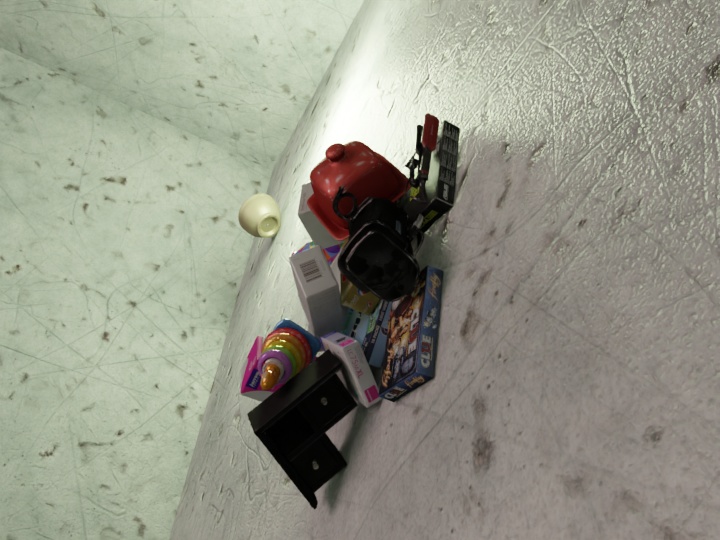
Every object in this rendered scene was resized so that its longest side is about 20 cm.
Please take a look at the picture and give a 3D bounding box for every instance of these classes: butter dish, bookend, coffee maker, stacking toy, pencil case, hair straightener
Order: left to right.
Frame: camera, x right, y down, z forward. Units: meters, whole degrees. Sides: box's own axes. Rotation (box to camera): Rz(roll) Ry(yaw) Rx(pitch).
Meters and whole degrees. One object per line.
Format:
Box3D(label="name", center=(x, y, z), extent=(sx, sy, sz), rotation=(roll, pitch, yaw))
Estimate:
Box3D(label="stacking toy", center=(-0.162, 0.186, 1.267), extent=(0.117, 0.109, 0.200), rotation=(-58, 0, 16))
Box3D(label="bookend", center=(-0.076, 0.298, 1.220), extent=(0.197, 0.202, 0.092), rotation=(-36, 18, -10))
Box3D(label="pencil case", center=(-0.080, -0.053, 1.602), extent=(0.198, 0.089, 0.089), rotation=(-29, 32, 19))
Box3D(label="butter dish", center=(-0.027, -0.197, 1.330), extent=(0.199, 0.149, 0.200), rotation=(-36, 43, -4))
Box3D(label="coffee maker", center=(0.019, -0.049, 1.158), extent=(0.200, 0.188, 0.137), rotation=(-71, -1, -72))
Box3D(label="hair straightener", center=(0.119, -0.209, 1.259), extent=(0.077, 0.040, 0.204), rotation=(-43, 36, 51))

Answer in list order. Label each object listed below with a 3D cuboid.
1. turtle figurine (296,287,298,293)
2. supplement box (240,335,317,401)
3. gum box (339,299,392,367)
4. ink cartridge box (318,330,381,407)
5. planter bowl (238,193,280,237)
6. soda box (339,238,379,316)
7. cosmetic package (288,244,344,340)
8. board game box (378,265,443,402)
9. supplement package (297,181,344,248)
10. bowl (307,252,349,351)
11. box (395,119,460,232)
Box3D(label="turtle figurine", center=(-0.114, 0.027, 1.735), extent=(0.201, 0.099, 0.151), rotation=(109, -173, -53))
Box3D(label="supplement box", center=(-0.162, 0.242, 1.451), extent=(0.102, 0.197, 0.104), rotation=(-62, 18, 20))
Box3D(label="gum box", center=(0.019, 0.098, 1.329), extent=(0.173, 0.044, 0.200), rotation=(-70, 16, -6))
Box3D(label="ink cartridge box", center=(-0.025, 0.185, 1.256), extent=(0.121, 0.041, 0.199), rotation=(68, 162, -8))
Box3D(label="planter bowl", center=(-0.447, -0.233, 2.972), extent=(0.135, 0.198, 0.203), rotation=(44, 114, 43))
Box3D(label="soda box", center=(0.000, 0.000, 1.313), extent=(0.065, 0.067, 0.201), rotation=(-57, 19, 28))
Box3D(label="cosmetic package", center=(-0.086, 0.050, 1.313), extent=(0.201, 0.070, 0.103), rotation=(86, 160, -60))
Box3D(label="board game box", center=(0.088, 0.109, 1.115), extent=(0.136, 0.034, 0.203), rotation=(-46, 28, 52))
Box3D(label="supplement package", center=(-0.031, -0.151, 1.490), extent=(0.196, 0.118, 0.118), rotation=(-16, 41, 17))
Box3D(label="bowl", center=(-0.056, 0.081, 1.533), extent=(0.201, 0.073, 0.202), rotation=(-57, 21, 34))
Box3D(label="box", center=(0.127, -0.168, 1.304), extent=(0.193, 0.047, 0.203), rotation=(134, 152, -55))
